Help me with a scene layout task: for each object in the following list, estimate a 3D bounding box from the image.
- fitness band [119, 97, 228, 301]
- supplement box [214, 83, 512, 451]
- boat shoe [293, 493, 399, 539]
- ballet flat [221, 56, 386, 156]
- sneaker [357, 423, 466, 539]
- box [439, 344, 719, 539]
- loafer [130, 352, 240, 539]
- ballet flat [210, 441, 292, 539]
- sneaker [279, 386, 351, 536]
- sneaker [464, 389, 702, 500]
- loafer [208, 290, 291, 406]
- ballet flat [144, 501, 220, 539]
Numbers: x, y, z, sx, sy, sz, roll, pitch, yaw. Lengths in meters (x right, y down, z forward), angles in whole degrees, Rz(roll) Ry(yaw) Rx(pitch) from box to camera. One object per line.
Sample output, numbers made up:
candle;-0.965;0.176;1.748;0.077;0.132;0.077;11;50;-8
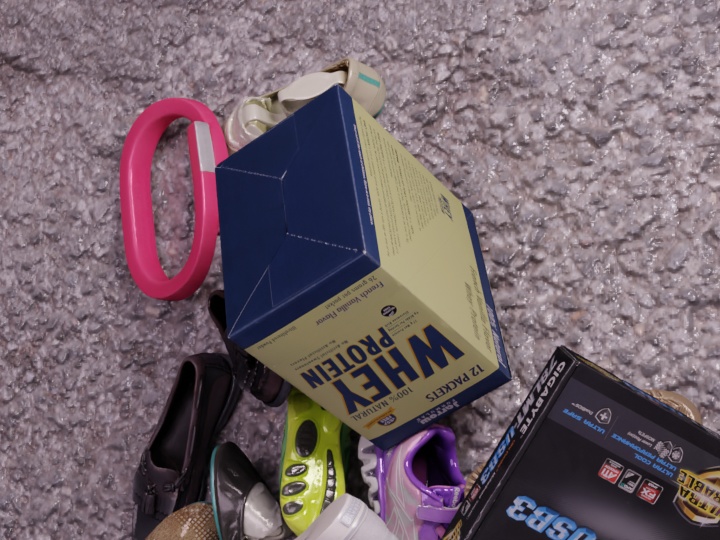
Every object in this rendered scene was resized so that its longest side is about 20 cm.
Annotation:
fitness band;-0.180;-0.070;1.462;0.144;0.037;0.200;-22;68;46
supplement box;0.000;0.000;1.234;0.134;0.200;0.200;-31;42;22
boat shoe;-0.034;0.252;1.245;0.068;0.072;0.200;38;128;-3
ballet flat;-0.072;-0.148;1.419;0.200;0.069;0.070;-21;70;26
sneaker;0.055;0.212;1.249;0.088;0.080;0.200;-25;66;46
box;0.182;0.188;1.138;0.199;0.200;0.050;-59;16;5
loafer;-0.177;0.167;1.415;0.072;0.063;0.200;23;92;32
ballet flat;-0.092;0.252;1.353;0.068;0.068;0.200;-3;88;20
sneaker;-0.038;0.139;1.329;0.074;0.084;0.200;15;65;-5
sneaker;0.175;0.163;1.218;0.200;0.113;0.071;-21;64;-7
loafer;-0.098;0.063;1.317;0.200;0.063;0.072;-122;51;-72
ballet flat;-0.192;0.296;1.391;0.070;0.065;0.200;36;109;-12
